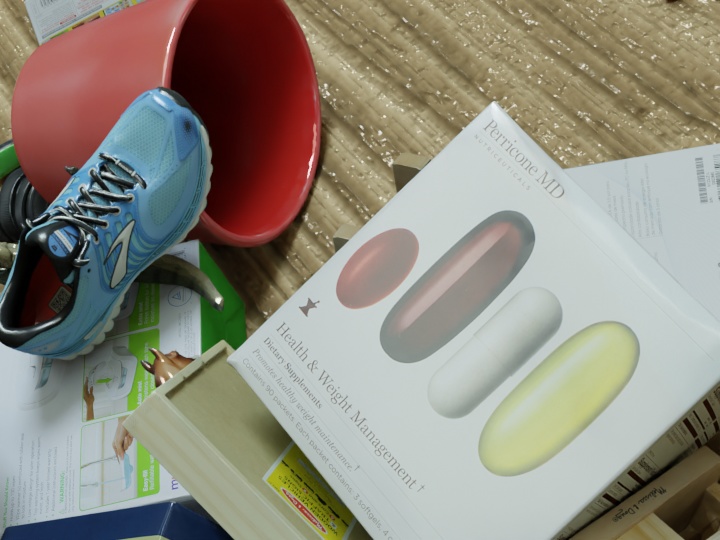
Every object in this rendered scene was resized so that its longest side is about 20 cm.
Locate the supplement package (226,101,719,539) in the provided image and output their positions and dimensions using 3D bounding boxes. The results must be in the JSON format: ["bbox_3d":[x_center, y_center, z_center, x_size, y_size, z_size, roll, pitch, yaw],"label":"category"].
[{"bbox_3d":[0.077,0.059,0.711,0.200,0.147,0.191,-44,68,3],"label":"supplement package"}]

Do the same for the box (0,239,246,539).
[{"bbox_3d":[-0.173,0.100,0.891,0.176,0.097,0.201,-16,53,11],"label":"box"}]

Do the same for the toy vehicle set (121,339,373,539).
[{"bbox_3d":[-0.031,0.129,0.709,0.200,0.124,0.027,45,104,2],"label":"toy vehicle set"}]

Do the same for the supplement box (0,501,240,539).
[{"bbox_3d":[-0.134,0.251,0.701,0.200,0.134,0.200,-19,46,48],"label":"supplement box"}]

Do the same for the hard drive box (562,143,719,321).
[{"bbox_3d":[0.162,0.011,0.839,0.199,0.077,0.156,-8,55,16],"label":"hard drive box"}]

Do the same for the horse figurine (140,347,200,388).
[{"bbox_3d":[-0.046,0.131,0.799,0.050,0.132,0.201,-37,63,33],"label":"horse figurine"}]

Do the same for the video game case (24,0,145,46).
[{"bbox_3d":[-0.196,-0.233,1.176,0.199,0.023,0.182,-28,52,0],"label":"video game case"}]

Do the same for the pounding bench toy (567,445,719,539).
[{"bbox_3d":[0.208,0.188,0.666,0.200,0.125,0.156,-26,49,-30],"label":"pounding bench toy"}]

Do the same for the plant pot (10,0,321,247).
[{"bbox_3d":[-0.153,-0.116,0.987,0.177,0.201,0.201,-1,56,32],"label":"plant pot"}]

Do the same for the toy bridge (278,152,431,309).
[{"bbox_3d":[0.000,0.000,0.907,0.027,0.067,0.200,12,44,26],"label":"toy bridge"}]

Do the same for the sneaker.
[{"bbox_3d":[-0.164,-0.024,0.816,0.078,0.090,0.200,34,100,12],"label":"sneaker"}]

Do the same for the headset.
[{"bbox_3d":[-0.281,-0.036,1.057,0.123,0.094,0.200,-10,39,19],"label":"headset"}]

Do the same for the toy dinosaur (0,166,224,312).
[{"bbox_3d":[-0.176,-0.026,0.889,0.199,0.047,0.089,6,88,20],"label":"toy dinosaur"}]
